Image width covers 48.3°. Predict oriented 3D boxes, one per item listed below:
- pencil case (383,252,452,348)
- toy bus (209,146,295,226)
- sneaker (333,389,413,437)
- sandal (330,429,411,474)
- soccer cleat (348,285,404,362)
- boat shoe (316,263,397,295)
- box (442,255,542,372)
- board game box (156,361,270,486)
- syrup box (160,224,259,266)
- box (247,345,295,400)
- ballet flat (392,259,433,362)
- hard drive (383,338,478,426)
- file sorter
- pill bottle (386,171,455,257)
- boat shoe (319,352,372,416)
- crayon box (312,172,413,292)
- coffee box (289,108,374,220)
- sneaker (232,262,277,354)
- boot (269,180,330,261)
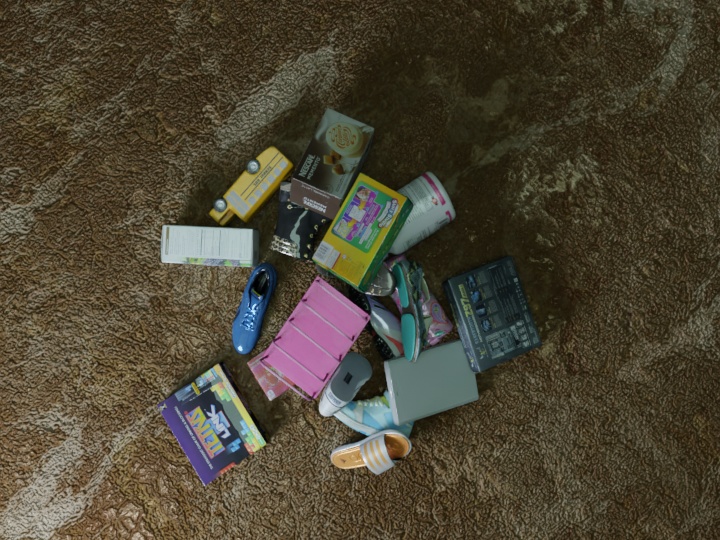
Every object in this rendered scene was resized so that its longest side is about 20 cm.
[{"bbox_3d":[0.110,0.062,1.687,0.087,0.087,0.202,-34,90,2],"label":"pencil case"},{"bbox_3d":[-0.232,-0.173,1.715,0.078,0.065,0.201,41,91,0],"label":"toy bus"},{"bbox_3d":[0.033,0.280,1.695,0.197,0.080,0.133,28,93,-7],"label":"sneaker"},{"bbox_3d":[0.019,0.392,1.662,0.204,0.060,0.079,-26,117,32],"label":"sandal"},{"bbox_3d":[0.045,0.106,1.708,0.072,0.068,0.203,-25,77,-30],"label":"soccer cleat"},{"bbox_3d":[0.000,0.000,1.658,0.197,0.073,0.076,24,97,32],"label":"boat shoe"},{"bbox_3d":[0.274,0.090,1.679,0.154,0.051,0.205,-20,88,-15],"label":"box"},{"bbox_3d":[-0.314,0.326,1.719,0.163,0.057,0.202,-33,88,1],"label":"board game box"},{"bbox_3d":[-0.318,-0.052,1.710,0.194,0.079,0.084,2,90,2],"label":"syrup box"},{"bbox_3d":[-0.129,0.174,1.689,0.198,0.100,0.097,-34,88,2],"label":"box"},{"bbox_3d":[0.114,0.079,1.618,0.072,0.074,0.206,-7,93,2],"label":"ballet flat"},{"bbox_3d":[0.149,0.229,1.668,0.195,0.026,0.136,-13,96,-23],"label":"hard drive"},{"bbox_3d":[-0.090,0.134,1.577,0.138,0.125,0.202,35,90,2],"label":"file sorter"},{"bbox_3d":[0.089,-0.106,1.670,0.197,0.113,0.115,-32,88,-2],"label":"pill bottle"},{"bbox_3d":[-0.036,0.232,1.649,0.074,0.200,0.066,44,116,6],"label":"boat shoe"},{"bbox_3d":[0.005,-0.076,1.591,0.117,0.058,0.203,29,86,22],"label":"crayon box"},{"bbox_3d":[-0.059,-0.220,1.654,0.112,0.080,0.203,23,59,3],"label":"coffee box"},{"bbox_3d":[-0.231,0.081,1.707,0.064,0.078,0.205,19,92,0],"label":"sneaker"},{"bbox_3d":[-0.092,-0.096,1.705,0.195,0.073,0.154,16,96,-8],"label":"boot"}]
